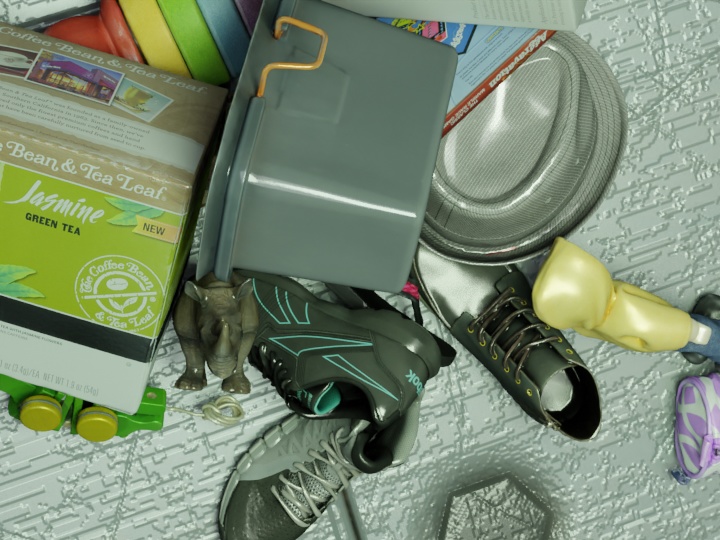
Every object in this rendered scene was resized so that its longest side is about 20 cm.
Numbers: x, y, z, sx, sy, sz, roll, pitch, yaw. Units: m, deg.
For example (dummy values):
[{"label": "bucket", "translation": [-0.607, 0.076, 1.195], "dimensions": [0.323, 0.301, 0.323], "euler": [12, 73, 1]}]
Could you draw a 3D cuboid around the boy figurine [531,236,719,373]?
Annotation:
[{"label": "boy figurine", "translation": [0.198, 0.027, 1.566], "dimensions": [0.199, 0.124, 0.065], "euler": [19, 92, -34]}]

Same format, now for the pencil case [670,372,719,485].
[{"label": "pencil case", "translation": [0.338, 0.116, 1.628], "dimensions": [0.198, 0.086, 0.085], "euler": [-4, 105, -11]}]

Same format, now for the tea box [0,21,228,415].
[{"label": "tea box", "translation": [-0.212, -0.040, 1.423], "dimensions": [0.198, 0.134, 0.198], "euler": [16, 124, -1]}]

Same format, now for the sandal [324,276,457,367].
[{"label": "sandal", "translation": [0.000, 0.000, 1.552], "dimensions": [0.200, 0.075, 0.045], "euler": [41, 97, -11]}]

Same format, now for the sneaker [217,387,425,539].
[{"label": "sneaker", "translation": [-0.026, 0.141, 1.546], "dimensions": [0.075, 0.115, 0.200], "euler": [40, 89, -16]}]

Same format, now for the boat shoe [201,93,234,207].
[{"label": "boat shoe", "translation": [-0.082, -0.089, 1.513], "dimensions": [0.198, 0.072, 0.065], "euler": [-12, 137, -6]}]

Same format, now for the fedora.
[{"label": "fedora", "translation": [0.105, -0.103, 1.523], "dimensions": [0.177, 0.090, 0.200], "euler": [42, 82, 4]}]

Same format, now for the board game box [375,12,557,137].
[{"label": "board game box", "translation": [0.035, -0.136, 1.479], "dimensions": [0.200, 0.019, 0.103], "euler": [-43, 60, -14]}]

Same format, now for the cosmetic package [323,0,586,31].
[{"label": "cosmetic package", "translation": [0.057, -0.227, 1.460], "dimensions": [0.198, 0.102, 0.075], "euler": [8, 59, 17]}]

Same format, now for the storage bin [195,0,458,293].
[{"label": "storage bin", "translation": [-0.015, -0.087, 1.355], "dimensions": [0.133, 0.201, 0.146], "euler": [13, 140, -1]}]

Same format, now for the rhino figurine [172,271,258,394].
[{"label": "rhino figurine", "translation": [-0.097, 0.037, 1.421], "dimensions": [0.059, 0.200, 0.088], "euler": [3, 88, -5]}]

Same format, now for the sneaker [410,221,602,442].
[{"label": "sneaker", "translation": [0.110, 0.037, 1.562], "dimensions": [0.075, 0.106, 0.200], "euler": [-43, 102, -2]}]

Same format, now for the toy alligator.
[{"label": "toy alligator", "translation": [-0.187, 0.101, 1.546], "dimensions": [0.198, 0.060, 0.054], "euler": [12, 139, -16]}]

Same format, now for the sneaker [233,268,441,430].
[{"label": "sneaker", "translation": [-0.044, 0.055, 1.508], "dimensions": [0.198, 0.076, 0.080], "euler": [15, 58, 25]}]

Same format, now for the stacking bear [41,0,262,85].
[{"label": "stacking bear", "translation": [-0.136, -0.167, 1.485], "dimensions": [0.199, 0.122, 0.114], "euler": [-25, 62, -2]}]
